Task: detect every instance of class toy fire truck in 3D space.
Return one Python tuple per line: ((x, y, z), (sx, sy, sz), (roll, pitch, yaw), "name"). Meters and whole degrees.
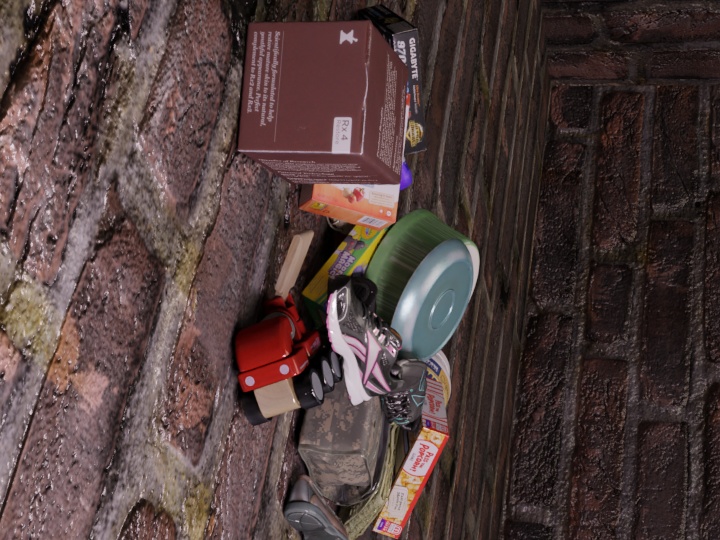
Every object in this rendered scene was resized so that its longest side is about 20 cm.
((-0.095, 0.067, 1.462), (0.176, 0.127, 0.203), (-38, 109, -76), "toy fire truck")

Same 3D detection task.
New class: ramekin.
((0.095, 0.019, 1.748), (0.200, 0.097, 0.202), (-42, 147, -36), "ramekin")

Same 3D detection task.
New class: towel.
((0.009, 0.334, 1.822), (0.201, 0.036, 0.150), (120, -13, -51), "towel")

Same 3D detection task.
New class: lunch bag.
((-0.017, 0.239, 1.725), (0.201, 0.116, 0.166), (78, 19, -57), "lunch bag")

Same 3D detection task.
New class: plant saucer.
((0.109, 0.052, 1.666), (0.200, 0.027, 0.202), (-42, 147, -37), "plant saucer")

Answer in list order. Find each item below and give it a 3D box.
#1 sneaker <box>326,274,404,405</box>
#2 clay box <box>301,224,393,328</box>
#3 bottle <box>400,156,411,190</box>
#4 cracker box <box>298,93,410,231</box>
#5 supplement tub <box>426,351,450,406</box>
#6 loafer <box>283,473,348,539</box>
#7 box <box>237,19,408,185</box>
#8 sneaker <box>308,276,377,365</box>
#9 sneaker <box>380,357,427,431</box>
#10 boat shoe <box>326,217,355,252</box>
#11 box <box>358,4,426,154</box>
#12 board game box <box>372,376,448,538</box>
((0.009, 0.083, 1.507), (0.081, 0.085, 0.202), (-93, 170, -48), "sneaker")
((0.000, 0.000, 1.726), (0.201, 0.047, 0.115), (-51, 149, -20), "clay box")
((0.014, -0.215, 1.774), (0.202, 0.065, 0.084), (67, -9, -16), "bottle")
((-0.007, -0.172, 1.662), (0.058, 0.132, 0.203), (-27, -127, 61), "cracker box")
((0.075, 0.217, 1.983), (0.200, 0.142, 0.146), (-60, 148, -58), "supplement tub")
((-0.056, 0.361, 1.686), (0.201, 0.071, 0.064), (66, 24, -53), "loafer")
((-0.042, -0.208, 1.482), (0.200, 0.162, 0.169), (25, 69, -72), "box")
((-0.034, 0.107, 1.636), (0.200, 0.075, 0.091), (-50, 151, -23), "sneaker")
((0.063, 0.175, 1.651), (0.200, 0.074, 0.081), (55, 35, -68), "sneaker")
((-0.021, -0.096, 1.750), (0.062, 0.071, 0.203), (-12, 123, -37), "boat shoe")
((0.051, -0.307, 1.864), (0.159, 0.045, 0.203), (-128, -152, -58), "box")
((0.073, 0.286, 1.801), (0.152, 0.046, 0.202), (-90, -159, -64), "board game box")
